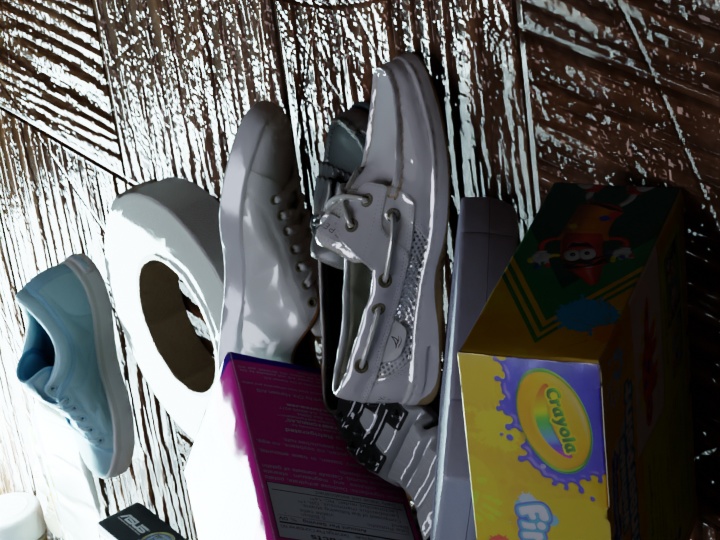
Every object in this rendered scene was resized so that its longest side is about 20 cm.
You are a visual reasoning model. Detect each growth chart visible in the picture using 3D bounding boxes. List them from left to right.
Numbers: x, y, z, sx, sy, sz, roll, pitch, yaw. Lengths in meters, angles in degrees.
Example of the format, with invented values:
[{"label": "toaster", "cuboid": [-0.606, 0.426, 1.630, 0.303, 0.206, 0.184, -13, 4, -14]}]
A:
[{"label": "growth chart", "cuboid": [-0.250, 0.188, 2.034, 0.144, 0.018, 0.201, 27, 134, 51]}]

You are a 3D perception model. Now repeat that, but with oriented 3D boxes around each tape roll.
[{"label": "tape roll", "cuboid": [-0.116, 0.032, 1.660, 0.203, 0.037, 0.204, 41, 144, 39]}]

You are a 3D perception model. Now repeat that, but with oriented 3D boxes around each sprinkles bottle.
[{"label": "sprinkles bottle", "cuboid": [-0.305, 0.307, 2.167, 0.068, 0.068, 0.201, 21, 129, 53]}]

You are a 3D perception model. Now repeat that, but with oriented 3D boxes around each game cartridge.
[{"label": "game cartridge", "cuboid": [0.061, 0.064, 1.258, 0.134, 0.040, 0.201, 89, -175, -47]}]

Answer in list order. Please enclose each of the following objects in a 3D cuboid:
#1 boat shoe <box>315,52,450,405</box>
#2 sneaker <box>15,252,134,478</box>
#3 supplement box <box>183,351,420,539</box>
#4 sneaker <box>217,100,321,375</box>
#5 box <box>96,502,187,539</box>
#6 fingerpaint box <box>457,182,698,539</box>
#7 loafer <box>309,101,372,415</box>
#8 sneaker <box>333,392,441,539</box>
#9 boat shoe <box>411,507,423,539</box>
[{"label": "boat shoe", "cuboid": [0.009, -0.021, 1.322, 0.071, 0.069, 0.202, -152, 61, -74]}, {"label": "sneaker", "cuboid": [-0.236, 0.086, 1.862, 0.074, 0.082, 0.201, 29, 135, 50]}, {"label": "supplement box", "cuboid": [-0.037, 0.153, 1.425, 0.200, 0.103, 0.102, -106, 32, -56]}, {"label": "sneaker", "cuboid": [-0.042, -0.011, 1.490, 0.084, 0.073, 0.201, 11, 119, 17]}, {"label": "box", "cuboid": [-0.134, 0.299, 1.889, 0.200, 0.044, 0.161, 28, 134, 49]}, {"label": "fingerpaint box", "cuboid": [0.111, 0.084, 1.157, 0.073, 0.167, 0.201, 4, 122, 20]}, {"label": "loafer", "cuboid": [0.000, 0.000, 1.404, 0.072, 0.063, 0.201, 30, 136, 48]}, {"label": "sneaker", "cuboid": [0.069, 0.128, 1.359, 0.200, 0.090, 0.067, 50, 123, 42]}, {"label": "boat shoe", "cuboid": [0.067, 0.177, 1.419, 0.202, 0.074, 0.065, 25, 121, 55]}]
